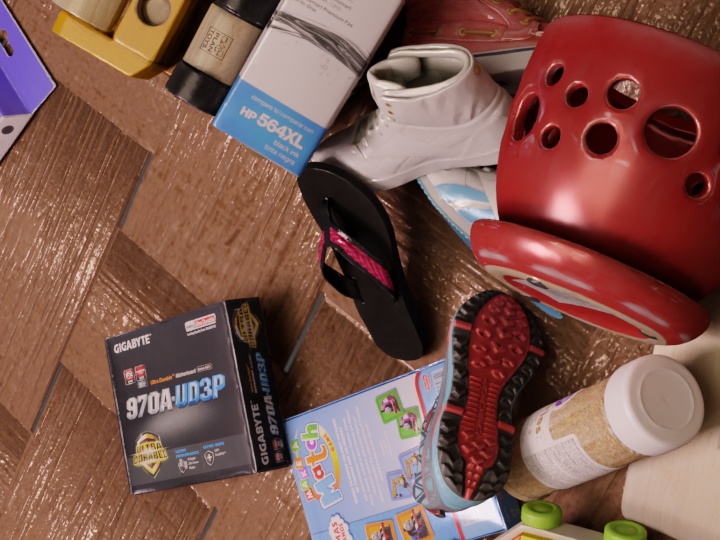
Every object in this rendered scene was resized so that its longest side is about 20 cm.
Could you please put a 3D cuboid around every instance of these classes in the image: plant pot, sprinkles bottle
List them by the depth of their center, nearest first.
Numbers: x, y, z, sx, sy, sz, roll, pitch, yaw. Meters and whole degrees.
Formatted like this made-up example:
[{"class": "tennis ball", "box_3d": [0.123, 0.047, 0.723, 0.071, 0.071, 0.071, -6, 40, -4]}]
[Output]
[{"class": "plant pot", "box_3d": [0.188, -0.054, 0.987, 0.200, 0.200, 0.183, 20, 86, 33]}, {"class": "sprinkles bottle", "box_3d": [0.172, 0.122, 1.056, 0.200, 0.068, 0.068, -40, 66, 59]}]

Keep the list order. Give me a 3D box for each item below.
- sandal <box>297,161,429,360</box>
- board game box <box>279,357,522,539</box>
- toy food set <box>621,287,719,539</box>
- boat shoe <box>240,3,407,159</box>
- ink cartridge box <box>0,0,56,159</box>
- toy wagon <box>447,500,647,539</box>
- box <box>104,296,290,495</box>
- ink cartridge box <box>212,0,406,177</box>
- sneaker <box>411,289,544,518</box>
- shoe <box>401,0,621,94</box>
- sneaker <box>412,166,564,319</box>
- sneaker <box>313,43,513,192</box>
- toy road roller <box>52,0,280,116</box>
[{"class": "sandal", "box_3d": [0.000, 0.000, 1.179, 0.075, 0.045, 0.200, -1, 122, 44]}, {"class": "board game box", "box_3d": [0.031, 0.174, 1.225, 0.200, 0.037, 0.151, -23, 77, 32]}, {"class": "toy food set", "box_3d": [0.283, 0.121, 1.041, 0.143, 0.060, 0.200, 19, 110, 33]}, {"class": "boat shoe", "box_3d": [-0.028, -0.179, 1.239, 0.200, 0.065, 0.073, -39, 97, 13]}, {"class": "ink cartridge box", "box_3d": [-0.442, -0.205, 1.546, 0.200, 0.043, 0.198, -46, 66, 25]}, {"class": "toy wagon", "box_3d": [0.148, 0.262, 1.117, 0.200, 0.040, 0.155, 10, 108, 27]}, {"class": "box", "box_3d": [-0.157, 0.122, 1.331, 0.200, 0.046, 0.159, -17, 81, 45]}, {"class": "ink cartridge box", "box_3d": [-0.027, -0.191, 1.126, 0.084, 0.146, 0.200, 31, 105, -5]}, {"class": "sneaker", "box_3d": [0.081, 0.104, 1.124, 0.079, 0.200, 0.096, 29, 143, -10]}, {"class": "shoe", "box_3d": [0.123, -0.191, 1.130, 0.200, 0.071, 0.091, -2, 77, 26]}, {"class": "sneaker", "box_3d": [0.118, -0.047, 1.144, 0.081, 0.077, 0.200, -47, 59, 1]}, {"class": "sneaker", "box_3d": [0.025, -0.126, 1.119, 0.200, 0.116, 0.074, -11, 53, 33]}, {"class": "toy road roller", "box_3d": [-0.160, -0.225, 1.261, 0.200, 0.146, 0.123, 30, 99, 5]}]
